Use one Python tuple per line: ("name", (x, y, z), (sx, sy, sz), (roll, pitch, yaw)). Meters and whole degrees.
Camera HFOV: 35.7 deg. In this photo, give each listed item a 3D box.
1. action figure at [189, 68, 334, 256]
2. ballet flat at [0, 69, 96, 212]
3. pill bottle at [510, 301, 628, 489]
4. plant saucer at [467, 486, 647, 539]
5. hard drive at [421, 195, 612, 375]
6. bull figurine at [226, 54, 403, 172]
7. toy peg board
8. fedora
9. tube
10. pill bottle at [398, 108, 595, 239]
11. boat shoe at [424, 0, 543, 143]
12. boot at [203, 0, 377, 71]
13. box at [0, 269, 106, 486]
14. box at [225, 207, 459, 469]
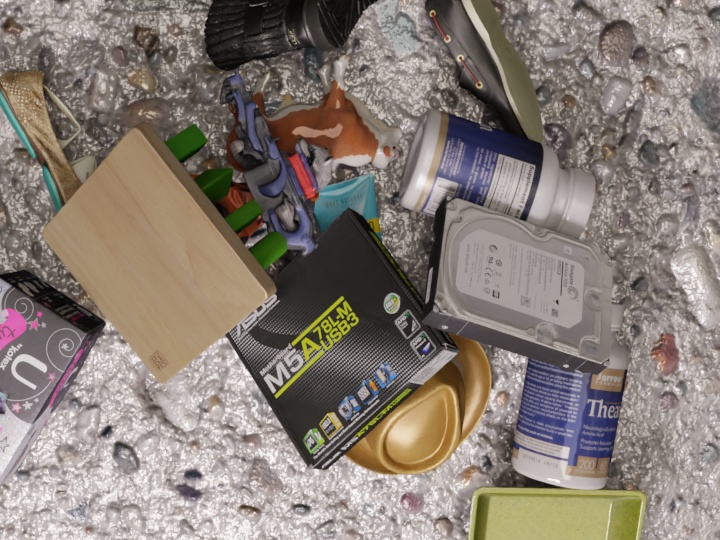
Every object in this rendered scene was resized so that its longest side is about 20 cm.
("action figure", (-0.121, -0.100, 1.175), (0.190, 0.105, 0.203), (-17, 89, 2))
("ballet flat", (-0.320, -0.124, 1.195), (0.065, 0.070, 0.202), (-27, 99, -18))
("pill bottle", (0.236, 0.131, 1.240), (0.109, 0.111, 0.204), (9, 93, -6))
("plant saucer", (0.210, 0.328, 1.266), (0.196, 0.048, 0.203), (2, 107, -6))
("hard drive", (0.165, 0.016, 1.147), (0.197, 0.038, 0.142), (19, 58, -13))
("bull figurine", (-0.051, -0.164, 1.219), (0.196, 0.065, 0.124), (-8, 91, -6))
("toy peg board", (-0.183, -0.027, 1.119), (0.201, 0.098, 0.199), (51, 129, -2))
("fedora", (0.060, 0.154, 1.210), (0.197, 0.082, 0.204), (-5, 117, -10))
("tube", (0.000, 0.000, 1.245), (0.076, 0.050, 0.203), (-14, 91, -7))
("pill bottle", (0.149, -0.095, 1.219), (0.197, 0.111, 0.113), (17, 92, -7))
("boat shoe", (0.141, -0.224, 1.238), (0.062, 0.074, 0.203), (-22, 108, 31))
("boot", (-0.066, -0.299, 1.199), (0.156, 0.212, 0.080), (-3, 128, 34))
("box", (-0.370, 0.116, 1.169), (0.114, 0.132, 0.202), (31, 90, -5))
("box", (-0.025, 0.072, 1.178), (0.200, 0.047, 0.194), (-42, 67, 13))
